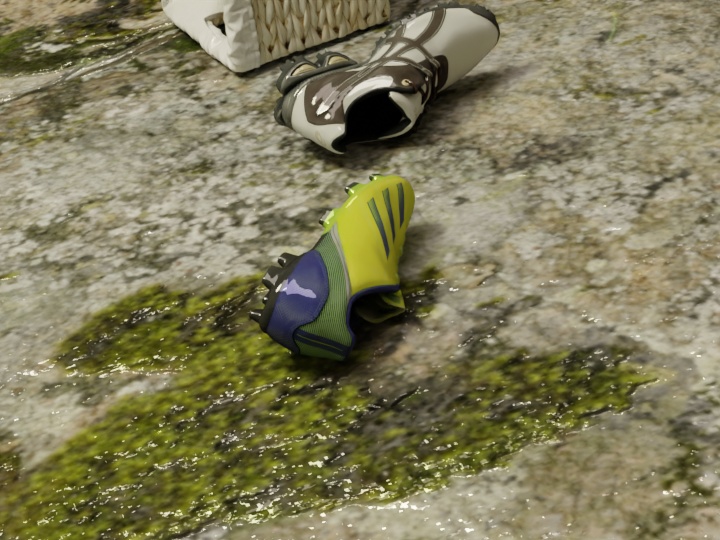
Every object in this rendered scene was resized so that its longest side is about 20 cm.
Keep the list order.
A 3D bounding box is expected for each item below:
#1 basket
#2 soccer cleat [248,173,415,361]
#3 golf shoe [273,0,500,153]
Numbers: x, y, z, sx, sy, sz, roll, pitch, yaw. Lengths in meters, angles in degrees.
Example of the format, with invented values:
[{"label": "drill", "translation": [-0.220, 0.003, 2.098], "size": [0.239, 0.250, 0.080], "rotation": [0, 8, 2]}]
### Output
[{"label": "basket", "translation": [-0.086, -0.303, 1.817], "size": [0.161, 0.200, 0.198], "rotation": [-16, 27, -19]}, {"label": "soccer cleat", "translation": [0.000, 0.001, 1.370], "size": [0.084, 0.065, 0.200], "rotation": [28, 34, 9]}, {"label": "golf shoe", "translation": [0.035, -0.140, 1.605], "size": [0.200, 0.078, 0.094], "rotation": [-25, 47, -20]}]
